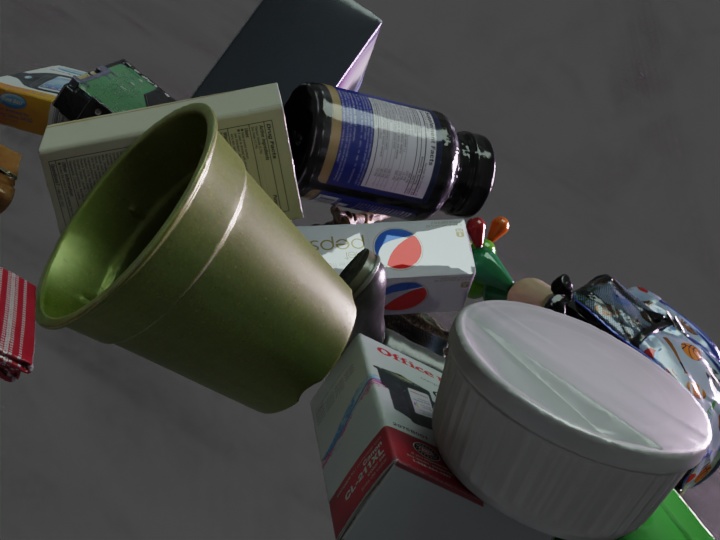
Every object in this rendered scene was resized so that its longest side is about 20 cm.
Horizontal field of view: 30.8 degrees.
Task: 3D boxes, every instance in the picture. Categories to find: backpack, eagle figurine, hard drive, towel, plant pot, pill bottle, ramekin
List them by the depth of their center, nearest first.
[{"bbox_3d":[-0.312,0.000,0.880,0.200,0.023,0.145,29,15,-22],"label":"towel"},{"bbox_3d":[0.143,0.111,0.950,0.202,0.094,0.202,21,21,-8],"label":"ramekin"},{"bbox_3d":[-0.110,0.011,0.991,0.190,0.200,0.200,40,12,-27],"label":"plant pot"},{"bbox_3d":[0.242,0.119,1.180,0.154,0.200,0.191,-19,50,-35],"label":"backpack"},{"bbox_3d":[-0.174,-0.112,1.208,0.200,0.038,0.140,39,19,-3],"label":"hard drive"},{"bbox_3d":[0.025,-0.109,1.272,0.200,0.112,0.112,10,25,-25],"label":"pill bottle"},{"bbox_3d":[0.022,0.030,1.300,0.152,0.151,0.200,-19,78,-20],"label":"eagle figurine"}]

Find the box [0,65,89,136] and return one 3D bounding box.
[{"bbox_3d":[-0.285,-0.170,1.316,0.119,0.042,0.200,15,18,8],"label":"box"}]

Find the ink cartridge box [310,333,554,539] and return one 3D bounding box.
[{"bbox_3d":[0.049,0.150,1.018,0.146,0.083,0.200,27,18,-19],"label":"ink cartridge box"}]

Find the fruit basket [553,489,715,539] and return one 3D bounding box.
[{"bbox_3d":[0.226,0.227,1.056,0.215,0.156,0.216,14,24,-6],"label":"fruit basket"}]

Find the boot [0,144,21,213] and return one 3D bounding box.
[{"bbox_3d":[-0.372,-0.142,1.095,0.200,0.069,0.188,26,17,-25],"label":"boot"}]

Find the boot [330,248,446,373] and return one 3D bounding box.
[{"bbox_3d":[0.051,0.079,1.133,0.200,0.073,0.182,34,-29,-1],"label":"boot"}]

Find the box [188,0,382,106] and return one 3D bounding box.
[{"bbox_3d":[-0.087,-0.186,1.402,0.123,0.200,0.198,33,-14,2],"label":"box"}]

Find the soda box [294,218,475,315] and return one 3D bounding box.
[{"bbox_3d":[0.000,0.000,1.198,0.200,0.068,0.064,-4,58,-11],"label":"soda box"}]

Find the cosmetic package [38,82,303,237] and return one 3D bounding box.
[{"bbox_3d":[-0.155,-0.082,1.087,0.200,0.104,0.073,-10,24,-4],"label":"cosmetic package"}]

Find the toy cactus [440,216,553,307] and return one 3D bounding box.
[{"bbox_3d":[0.156,0.022,1.290,0.200,0.102,0.165,57,-15,-19],"label":"toy cactus"}]
